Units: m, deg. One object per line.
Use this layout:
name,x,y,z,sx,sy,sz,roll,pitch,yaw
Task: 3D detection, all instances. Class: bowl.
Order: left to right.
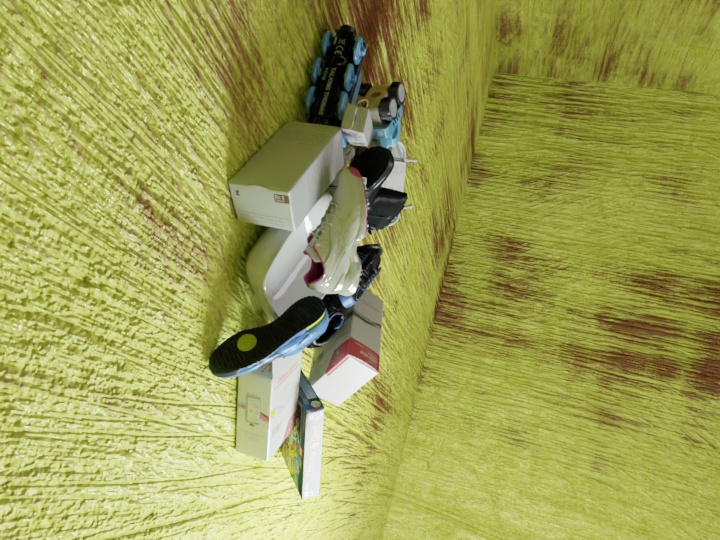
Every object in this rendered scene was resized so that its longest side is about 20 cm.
bowl,-0.110,-0.019,0.917,0.201,0.074,0.201,-57,156,-25

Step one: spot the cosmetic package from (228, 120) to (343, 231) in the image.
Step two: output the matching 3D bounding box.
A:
cosmetic package,-0.104,-0.149,0.846,0.201,0.100,0.075,-61,155,-44

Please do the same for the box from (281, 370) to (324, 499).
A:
box,-0.115,0.315,1.083,0.136,0.037,0.204,-139,-131,-56

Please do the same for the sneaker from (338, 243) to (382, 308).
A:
sneaker,0.000,0.000,1.108,0.071,0.077,0.201,61,18,-22

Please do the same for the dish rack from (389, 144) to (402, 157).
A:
dish rack,0.072,-0.242,1.482,0.172,0.043,0.204,38,64,-71

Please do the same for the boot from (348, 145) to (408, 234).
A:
boot,0.033,-0.151,1.092,0.161,0.198,0.074,8,51,-46

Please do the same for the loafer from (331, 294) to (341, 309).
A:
loafer,-0.066,0.055,1.174,0.063,0.070,0.203,80,24,-61

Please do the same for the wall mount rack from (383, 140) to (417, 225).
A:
wall mount rack,0.084,-0.214,1.359,0.171,0.074,0.204,-2,104,-32

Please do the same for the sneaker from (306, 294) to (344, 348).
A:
sneaker,-0.066,0.059,1.067,0.073,0.110,0.203,43,57,-43

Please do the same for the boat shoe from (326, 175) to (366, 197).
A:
boat shoe,-0.043,-0.127,0.977,0.199,0.070,0.071,-165,-104,-64

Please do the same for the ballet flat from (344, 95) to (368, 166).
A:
ballet flat,-0.032,-0.257,1.084,0.069,0.062,0.204,48,55,-69

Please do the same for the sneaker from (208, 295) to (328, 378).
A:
sneaker,-0.132,0.117,0.852,0.198,0.066,0.079,-29,144,-22

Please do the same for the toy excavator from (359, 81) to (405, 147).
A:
toy excavator,0.040,-0.273,1.195,0.196,0.098,0.202,-64,148,-41

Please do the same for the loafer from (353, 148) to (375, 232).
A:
loafer,0.003,-0.189,1.267,0.074,0.069,0.205,-3,94,-45

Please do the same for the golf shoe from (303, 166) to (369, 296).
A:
golf shoe,-0.039,-0.056,0.853,0.075,0.090,0.204,-146,-121,-61

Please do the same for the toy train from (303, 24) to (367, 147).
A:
toy train,-0.042,-0.323,0.980,0.114,0.085,0.204,71,32,-76

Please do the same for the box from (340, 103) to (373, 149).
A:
box,-0.003,-0.241,0.954,0.200,0.038,0.042,-56,160,-83

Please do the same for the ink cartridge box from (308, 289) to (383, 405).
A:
ink cartridge box,-0.028,0.149,1.144,0.146,0.084,0.202,-44,-154,33

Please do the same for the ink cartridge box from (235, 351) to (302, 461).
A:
ink cartridge box,-0.157,0.205,0.963,0.116,0.066,0.204,-41,141,-65
